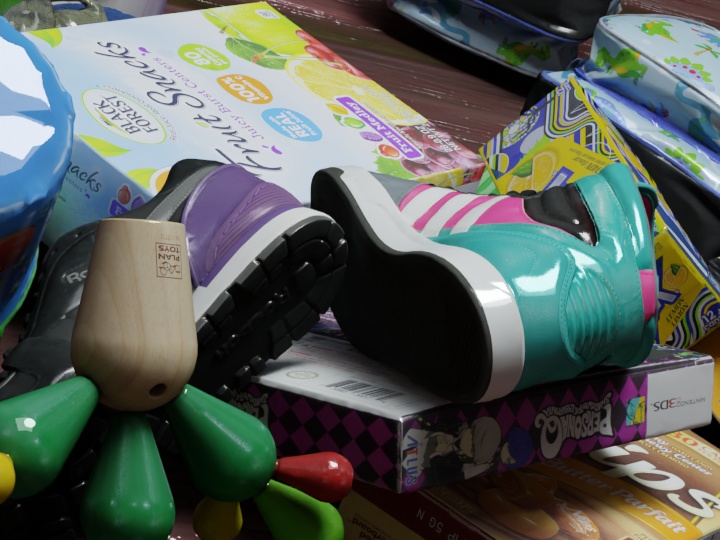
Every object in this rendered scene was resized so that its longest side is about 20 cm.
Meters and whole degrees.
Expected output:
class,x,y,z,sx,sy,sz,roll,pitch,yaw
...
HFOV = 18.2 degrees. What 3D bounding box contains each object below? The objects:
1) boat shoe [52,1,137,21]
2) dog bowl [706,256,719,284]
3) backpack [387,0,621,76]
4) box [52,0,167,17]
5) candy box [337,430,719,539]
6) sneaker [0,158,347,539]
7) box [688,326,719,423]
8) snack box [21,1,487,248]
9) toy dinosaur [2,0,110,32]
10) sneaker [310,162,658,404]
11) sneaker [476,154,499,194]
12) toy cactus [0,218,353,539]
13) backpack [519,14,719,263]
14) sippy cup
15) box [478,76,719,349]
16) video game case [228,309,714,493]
class,x,y,z,sx,sy,sz,roll,pitch,yaw
boat shoe,-0.169,-0.088,1.177,0.072,0.072,0.200,28,28,18
dog bowl,0.260,0.056,1.115,0.200,0.074,0.200,54,4,-5
backpack,0.115,-0.239,1.675,0.183,0.147,0.200,24,26,8
box,-0.200,-0.225,1.296,0.198,0.200,0.123,-3,33,-47
candy box,0.090,0.109,0.990,0.115,0.055,0.200,32,25,27
sneaker,-0.104,0.031,0.889,0.200,0.076,0.088,-39,54,-25
box,0.201,0.074,1.128,0.119,0.041,0.200,48,8,-33
snack box,-0.069,-0.054,1.067,0.169,0.068,0.200,38,35,30
toy dinosaur,-0.178,-0.120,1.104,0.200,0.047,0.088,-16,51,-45
sneaker,0.061,-0.007,0.922,0.121,0.084,0.200,-10,21,-20
sneaker,0.009,-0.063,1.274,0.200,0.084,0.074,6,26,-36
toy cactus,-0.081,0.064,0.796,0.200,0.165,0.102,4,-2,-30
backpack,0.206,-0.068,1.390,0.183,0.147,0.200,36,21,22
sippy cup,-0.179,-0.040,0.909,0.140,0.130,0.178,-12,74,-31
box,0.122,-0.023,1.152,0.064,0.070,0.200,47,11,-26
video game case,0.018,0.047,0.972,0.181,0.036,0.200,-8,13,-40
